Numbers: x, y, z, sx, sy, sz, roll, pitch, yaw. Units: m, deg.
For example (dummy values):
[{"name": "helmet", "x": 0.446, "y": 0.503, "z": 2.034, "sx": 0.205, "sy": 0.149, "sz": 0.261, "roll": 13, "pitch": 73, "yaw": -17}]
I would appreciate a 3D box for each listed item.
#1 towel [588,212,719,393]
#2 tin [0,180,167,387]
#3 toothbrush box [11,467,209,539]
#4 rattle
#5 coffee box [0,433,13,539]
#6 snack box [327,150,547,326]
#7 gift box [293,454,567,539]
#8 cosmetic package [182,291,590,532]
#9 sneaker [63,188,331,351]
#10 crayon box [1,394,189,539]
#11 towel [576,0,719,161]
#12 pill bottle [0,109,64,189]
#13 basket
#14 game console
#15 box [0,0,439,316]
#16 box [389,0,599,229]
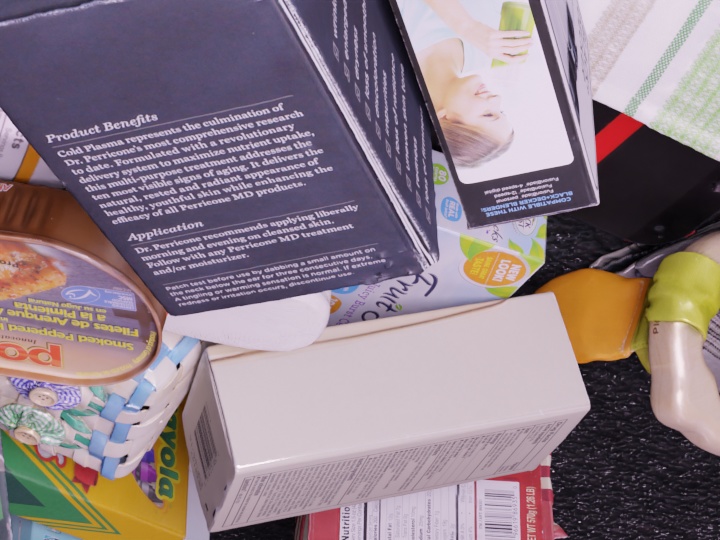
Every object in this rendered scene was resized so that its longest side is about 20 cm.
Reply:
[{"name": "towel", "x": 0.262, "y": 0.016, "z": 1.076, "sx": 0.191, "sy": 0.035, "sz": 0.199, "roll": -23, "pitch": 141, "yaw": 32}, {"name": "tin", "x": -0.185, "y": 0.002, "z": 0.828, "sx": 0.198, "sy": 0.042, "sz": 0.113, "roll": 8, "pitch": 139, "yaw": 6}, {"name": "toothbrush box", "x": -0.179, "y": 0.185, "z": 1.182, "sx": 0.146, "sy": 0.202, "sz": 0.085, "roll": 26, "pitch": 141, "yaw": -37}, {"name": "rattle", "x": 0.216, "y": 0.052, "z": 1.035, "sx": 0.198, "sy": 0.132, "sz": 0.143, "roll": 2, "pitch": 158, "yaw": -37}, {"name": "coffee box", "x": -0.246, "y": 0.076, "z": 0.965, "sx": 0.044, "sy": 0.199, "sz": 0.124, "roll": -14, "pitch": 112, "yaw": -29}, {"name": "snack box", "x": 0.000, "y": 0.000, "z": 1.009, "sx": 0.141, "sy": 0.053, "sz": 0.200, "roll": 16, "pitch": 149, "yaw": -16}, {"name": "gift box", "x": 0.050, "y": 0.181, "z": 1.196, "sx": 0.198, "sy": 0.186, "sz": 0.187, "roll": 8, "pitch": 146, "yaw": -2}, {"name": "cosmetic package", "x": 0.011, "y": 0.077, "z": 0.969, "sx": 0.198, "sy": 0.074, "sz": 0.104, "roll": -9, "pitch": 157, "yaw": -19}, {"name": "sneaker", "x": -0.110, "y": -0.020, "z": 0.885, "sx": 0.198, "sy": 0.089, "sz": 0.075, "roll": 12, "pitch": 143, "yaw": -8}, {"name": "crayon box", "x": -0.170, "y": 0.096, "z": 1.111, "sx": 0.051, "sy": 0.128, "sz": 0.199, "roll": -27, "pitch": 141, "yaw": 35}, {"name": "towel", "x": 0.159, "y": -0.123, "z": 0.814, "sx": 0.198, "sy": 0.031, "sz": 0.150, "roll": 25, "pitch": 137, "yaw": -7}, {"name": "pill bottle", "x": -0.175, "y": -0.098, "z": 0.814, "sx": 0.198, "sy": 0.112, "sz": 0.111, "roll": 13, "pitch": 146, "yaw": -21}, {"name": "basket", "x": -0.174, "y": 0.006, "z": 0.973, "sx": 0.199, "sy": 0.139, "sz": 0.177, "roll": 38, "pitch": 146, "yaw": 6}, {"name": "game console", "x": 0.147, "y": -0.091, "z": 0.916, "sx": 0.176, "sy": 0.031, "sz": 0.200, "roll": 22, "pitch": 141, "yaw": -22}, {"name": "box", "x": -0.055, "y": -0.122, "z": 0.694, "sx": 0.123, "sy": 0.202, "sz": 0.197, "roll": -10, "pitch": 147, "yaw": 14}, {"name": "box", "x": 0.047, "y": -0.130, "z": 0.729, "sx": 0.059, "sy": 0.117, "sz": 0.201, "roll": -10, "pitch": 133, "yaw": 13}]
